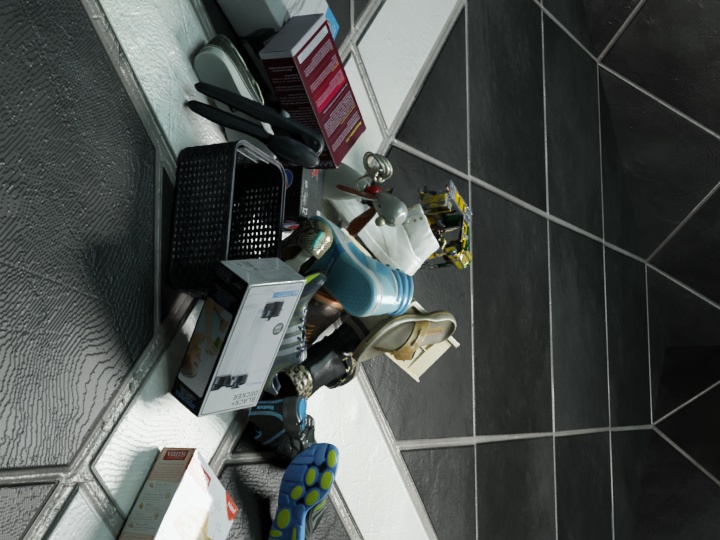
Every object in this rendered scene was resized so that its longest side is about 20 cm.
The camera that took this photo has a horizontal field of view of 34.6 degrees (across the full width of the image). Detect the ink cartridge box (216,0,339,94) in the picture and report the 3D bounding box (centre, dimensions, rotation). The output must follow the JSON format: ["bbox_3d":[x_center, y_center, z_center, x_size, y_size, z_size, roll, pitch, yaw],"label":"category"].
[{"bbox_3d":[-0.122,-0.389,1.737,0.200,0.083,0.146,58,39,-44],"label":"ink cartridge box"}]

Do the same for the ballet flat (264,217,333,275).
[{"bbox_3d":[-0.105,-0.008,1.643,0.068,0.200,0.075,36,56,-11],"label":"ballet flat"}]

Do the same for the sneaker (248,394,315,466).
[{"bbox_3d":[-0.112,0.236,1.696,0.200,0.081,0.074,82,11,-55],"label":"sneaker"}]

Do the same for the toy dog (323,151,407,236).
[{"bbox_3d":[-0.029,-0.119,1.803,0.096,0.200,0.132,-41,125,-23],"label":"toy dog"}]

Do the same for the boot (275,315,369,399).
[{"bbox_3d":[-0.068,0.157,1.764,0.150,0.200,0.073,-35,80,-28],"label":"boot"}]

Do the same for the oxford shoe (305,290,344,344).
[{"bbox_3d":[-0.070,0.074,1.714,0.200,0.071,0.073,117,-2,-76],"label":"oxford shoe"}]

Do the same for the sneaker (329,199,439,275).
[{"bbox_3d":[0.044,-0.085,1.940,0.200,0.116,0.074,47,0,-17],"label":"sneaker"}]

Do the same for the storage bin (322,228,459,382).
[{"bbox_3d":[0.031,0.054,1.850,0.094,0.200,0.199,-44,144,1],"label":"storage bin"}]

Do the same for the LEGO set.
[{"bbox_3d":[0.101,-0.078,2.023,0.116,0.199,0.154,51,48,-45],"label":"LEGO set"}]

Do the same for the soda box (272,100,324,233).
[{"bbox_3d":[-0.098,-0.162,1.768,0.063,0.070,0.201,30,60,-55],"label":"soda box"}]

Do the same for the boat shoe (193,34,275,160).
[{"bbox_3d":[-0.165,-0.240,1.645,0.201,0.070,0.064,66,34,-32],"label":"boat shoe"}]

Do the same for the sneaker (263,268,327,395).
[{"bbox_3d":[-0.099,0.085,1.613,0.200,0.081,0.074,-55,179,15],"label":"sneaker"}]

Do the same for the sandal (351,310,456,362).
[{"bbox_3d":[0.076,0.105,1.721,0.199,0.080,0.054,-7,49,-41],"label":"sandal"}]

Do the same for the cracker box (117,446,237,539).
[{"bbox_3d":[-0.234,0.339,1.441,0.134,0.057,0.201,64,33,-38],"label":"cracker box"}]

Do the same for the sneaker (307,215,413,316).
[{"bbox_3d":[0.000,0.000,1.691,0.130,0.080,0.200,10,34,-45],"label":"sneaker"}]

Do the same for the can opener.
[{"bbox_3d":[-0.140,-0.204,1.587,0.064,0.199,0.079,-62,-174,-4],"label":"can opener"}]

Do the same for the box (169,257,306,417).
[{"bbox_3d":[-0.158,0.086,1.499,0.116,0.060,0.201,-3,123,-53],"label":"box"}]

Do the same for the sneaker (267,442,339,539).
[{"bbox_3d":[-0.083,0.331,1.689,0.083,0.070,0.200,-48,160,-68],"label":"sneaker"}]

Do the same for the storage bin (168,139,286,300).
[{"bbox_3d":[-0.179,-0.063,1.570,0.135,0.093,0.201,28,61,-59],"label":"storage bin"}]

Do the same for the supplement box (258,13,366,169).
[{"bbox_3d":[-0.066,-0.259,1.688,0.109,0.061,0.201,-56,136,-41],"label":"supplement box"}]
